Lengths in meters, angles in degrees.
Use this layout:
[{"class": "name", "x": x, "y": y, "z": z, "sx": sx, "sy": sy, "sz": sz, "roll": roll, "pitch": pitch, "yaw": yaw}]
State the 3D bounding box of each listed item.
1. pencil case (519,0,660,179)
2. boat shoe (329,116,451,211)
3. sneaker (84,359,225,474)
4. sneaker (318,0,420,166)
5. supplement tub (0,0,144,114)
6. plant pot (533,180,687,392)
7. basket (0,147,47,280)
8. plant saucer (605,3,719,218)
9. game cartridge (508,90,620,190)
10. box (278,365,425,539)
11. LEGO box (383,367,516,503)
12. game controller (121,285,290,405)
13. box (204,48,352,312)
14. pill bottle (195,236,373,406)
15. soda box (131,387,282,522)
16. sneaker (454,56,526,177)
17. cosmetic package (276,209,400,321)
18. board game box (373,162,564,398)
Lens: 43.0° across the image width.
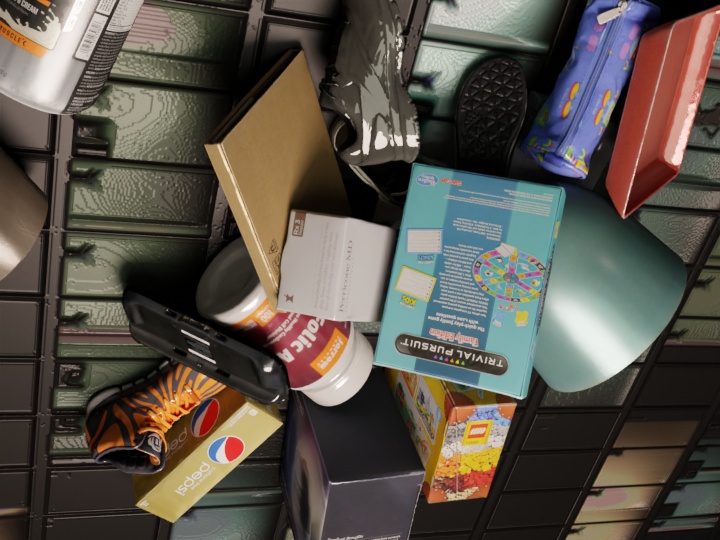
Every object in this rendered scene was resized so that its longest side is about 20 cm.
[{"class": "pencil case", "x": 0.235, "y": -0.196, "z": 0.937, "sx": 0.077, "sy": 0.087, "sz": 0.202, "roll": 25, "pitch": 100, "yaw": 12}, {"class": "boat shoe", "x": 0.049, "y": -0.094, "z": 0.982, "sx": 0.199, "sy": 0.064, "sz": 0.071, "roll": 28, "pitch": 111, "yaw": -33}, {"class": "sneaker", "x": -0.217, "y": 0.166, "z": 1.040, "sx": 0.198, "sy": 0.112, "sz": 0.078, "roll": -29, "pitch": 129, "yaw": 2}, {"class": "sneaker", "x": -0.001, "y": -0.193, "z": 0.862, "sx": 0.090, "sy": 0.076, "sz": 0.203, "roll": -13, "pitch": 103, "yaw": -5}, {"class": "supplement tub", "x": -0.234, "y": -0.240, "z": 0.740, "sx": 0.121, "sy": 0.123, "sz": 0.201, "roll": 20, "pitch": 115, "yaw": -30}, {"class": "plant pot", "x": 0.222, "y": 0.003, "z": 0.994, "sx": 0.161, "sy": 0.201, "sz": 0.201, "roll": 42, "pitch": 105, "yaw": -14}, {"class": "basket", "x": -0.388, "y": -0.081, "z": 0.796, "sx": 0.180, "sy": 0.137, "sz": 0.200, "roll": -36, "pitch": 132, "yaw": 10}, {"class": "plant saucer", "x": 0.320, "y": -0.177, "z": 0.971, "sx": 0.199, "sy": 0.036, "sz": 0.202, "roll": -30, "pitch": 135, "yaw": -51}, {"class": "game cartridge", "x": 0.206, "y": -0.098, "z": 1.056, "sx": 0.128, "sy": 0.039, "sz": 0.202, "roll": 9, "pitch": 120, "yaw": -29}, {"class": "box", "x": -0.020, "y": 0.249, "z": 1.116, "sx": 0.122, "sy": 0.201, "sz": 0.201, "roll": -1, "pitch": 124, "yaw": -18}, {"class": "LEGO box", "x": 0.097, "y": 0.146, "z": 1.083, "sx": 0.076, "sy": 0.201, "sz": 0.150, "roll": -1, "pitch": 126, "yaw": -18}, {"class": "game controller", "x": -0.164, "y": 0.078, "z": 0.966, "sx": 0.198, "sy": 0.042, "sz": 0.105, "roll": 23, "pitch": 143, "yaw": 13}, {"class": "box", "x": -0.072, "y": -0.087, "z": 0.899, "sx": 0.021, "sy": 0.164, "sz": 0.202, "roll": 5, "pitch": 133, "yaw": 28}, {"class": "pill bottle", "x": -0.078, "y": 0.061, "z": 1.014, "sx": 0.114, "sy": 0.115, "sz": 0.200, "roll": -38, "pitch": 128, "yaw": 9}, {"class": "soda box", "x": -0.190, "y": 0.213, "z": 1.112, "sx": 0.200, "sy": 0.068, "sz": 0.064, "roll": -43, "pitch": 127, "yaw": 13}, {"class": "sneaker", "x": 0.130, "y": -0.127, "z": 0.984, "sx": 0.071, "sy": 0.083, "sz": 0.203, "roll": 11, "pitch": 95, "yaw": 4}, {"class": "cosmetic package", "x": 0.000, "y": 0.000, "z": 0.949, "sx": 0.199, "sy": 0.073, "sz": 0.103, "roll": 5, "pitch": 94, "yaw": -63}, {"class": "board game box", "x": 0.107, "y": 0.008, "z": 0.899, "sx": 0.149, "sy": 0.047, "sz": 0.203, "roll": 11, "pitch": 89, "yaw": 17}]
